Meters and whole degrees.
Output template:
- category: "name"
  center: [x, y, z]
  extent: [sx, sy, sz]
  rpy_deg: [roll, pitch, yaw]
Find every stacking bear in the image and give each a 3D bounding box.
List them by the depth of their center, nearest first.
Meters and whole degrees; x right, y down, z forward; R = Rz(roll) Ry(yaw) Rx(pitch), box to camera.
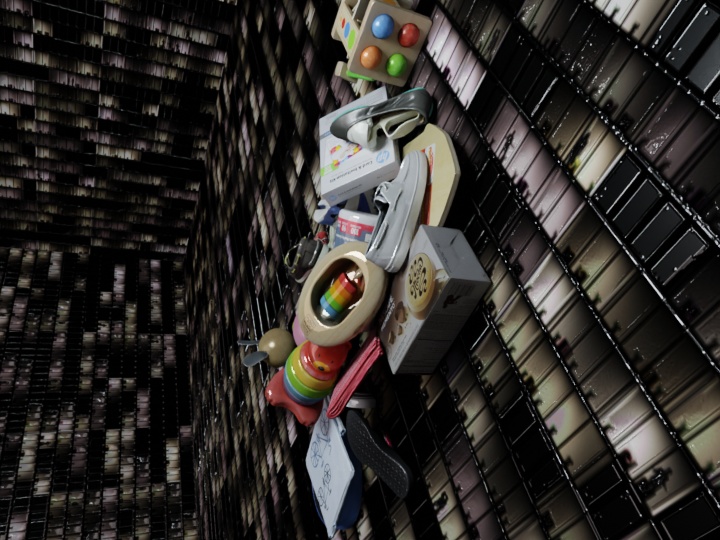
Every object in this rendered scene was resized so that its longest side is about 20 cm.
- category: "stacking bear"
  center: [-0.084, 0.179, 1.030]
  extent: [0.202, 0.119, 0.115]
  rpy_deg: [-55, 5, 43]

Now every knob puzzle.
- category: "knob puzzle"
  center: [0.113, -0.131, 0.883]
  extent: [0.219, 0.029, 0.229]
  rpy_deg: [-173, 89, -71]

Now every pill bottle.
- category: "pill bottle"
  center: [0.000, 0.000, 1.013]
  extent: [0.119, 0.116, 0.208]
  rpy_deg: [25, 107, 62]

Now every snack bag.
- category: "snack bag"
  center: [-0.061, 0.388, 1.110]
  extent: [0.201, 0.021, 0.194]
  rpy_deg: [-123, 44, -53]

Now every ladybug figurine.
- category: "ladybug figurine"
  center: [-0.026, 0.042, 0.919]
  extent: [0.200, 0.071, 0.137]
  rpy_deg: [-44, 68, 19]

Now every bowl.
- category: "bowl"
  center: [-0.055, 0.431, 1.159]
  extent: [0.199, 0.038, 0.209]
  rpy_deg: [-18, 70, 63]

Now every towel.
- category: "towel"
  center: [-0.005, 0.169, 0.956]
  extent: [0.147, 0.022, 0.200]
  rpy_deg: [-55, 0, 5]

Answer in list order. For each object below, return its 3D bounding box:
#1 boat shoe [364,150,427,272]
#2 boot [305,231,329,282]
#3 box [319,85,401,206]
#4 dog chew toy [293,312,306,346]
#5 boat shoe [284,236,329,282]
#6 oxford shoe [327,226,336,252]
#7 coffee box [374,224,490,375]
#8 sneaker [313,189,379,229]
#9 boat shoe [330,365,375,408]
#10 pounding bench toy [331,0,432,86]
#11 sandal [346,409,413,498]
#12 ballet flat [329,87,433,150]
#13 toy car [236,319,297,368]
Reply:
- category: "boat shoe"
  center: [0.052, -0.101, 0.864]
  extent: [0.072, 0.066, 0.207]
  rpy_deg: [159, 128, -72]
- category: "boot"
  center: [-0.087, -0.030, 1.230]
  extent: [0.200, 0.069, 0.150]
  rpy_deg: [119, 152, -73]
- category: "box"
  center: [-0.004, -0.234, 1.030]
  extent: [0.151, 0.041, 0.206]
  rpy_deg: [-20, 53, 22]
- category: "dog chew toy"
  center: [-0.056, 0.083, 1.132]
  extent: [0.203, 0.122, 0.125]
  rpy_deg: [-57, 35, 18]
- category: "boat shoe"
  center: [-0.119, -0.026, 1.120]
  extent: [0.200, 0.059, 0.074]
  rpy_deg: [-27, 40, 67]
- category: "oxford shoe"
  center: [-0.034, -0.055, 1.152]
  extent: [0.201, 0.056, 0.078]
  rpy_deg: [-93, -14, -69]
- category: "coffee box"
  center: [0.101, 0.050, 0.841]
  extent: [0.115, 0.077, 0.204]
  rpy_deg: [-112, 36, -43]
- category: "sneaker"
  center: [0.001, -0.151, 1.094]
  extent: [0.203, 0.114, 0.080]
  rpy_deg: [-57, 28, -7]
- category: "boat shoe"
  center: [-0.022, 0.222, 1.100]
  extent: [0.199, 0.067, 0.069]
  rpy_deg: [-177, 91, -72]
- category: "pounding bench toy"
  center: [0.023, -0.410, 1.029]
  extent: [0.203, 0.120, 0.159]
  rpy_deg: [-62, 35, 39]
- category: "sandal"
  center: [0.037, 0.324, 0.989]
  extent: [0.199, 0.044, 0.078]
  rpy_deg: [36, 124, 45]
- category: "ballet flat"
  center: [0.032, -0.253, 0.950]
  extent: [0.194, 0.068, 0.071]
  rpy_deg: [-16, 61, 24]
- category: "toy car"
  center: [-0.188, 0.200, 1.295]
  extent: [0.164, 0.193, 0.164]
  rpy_deg: [43, 123, 58]
